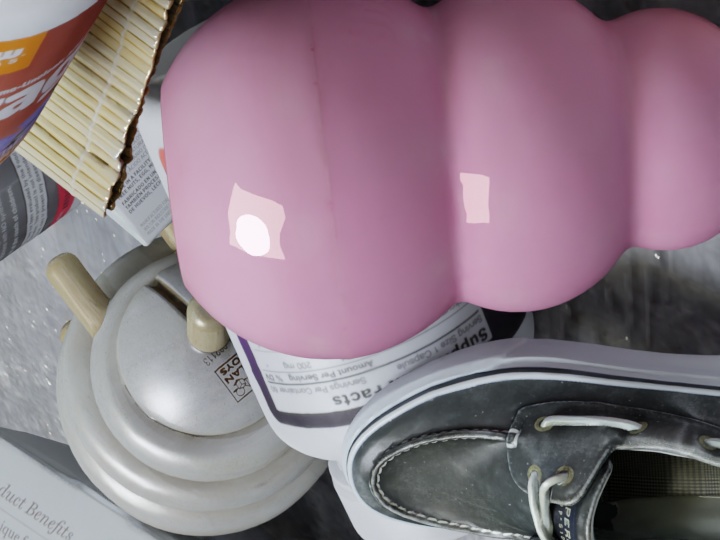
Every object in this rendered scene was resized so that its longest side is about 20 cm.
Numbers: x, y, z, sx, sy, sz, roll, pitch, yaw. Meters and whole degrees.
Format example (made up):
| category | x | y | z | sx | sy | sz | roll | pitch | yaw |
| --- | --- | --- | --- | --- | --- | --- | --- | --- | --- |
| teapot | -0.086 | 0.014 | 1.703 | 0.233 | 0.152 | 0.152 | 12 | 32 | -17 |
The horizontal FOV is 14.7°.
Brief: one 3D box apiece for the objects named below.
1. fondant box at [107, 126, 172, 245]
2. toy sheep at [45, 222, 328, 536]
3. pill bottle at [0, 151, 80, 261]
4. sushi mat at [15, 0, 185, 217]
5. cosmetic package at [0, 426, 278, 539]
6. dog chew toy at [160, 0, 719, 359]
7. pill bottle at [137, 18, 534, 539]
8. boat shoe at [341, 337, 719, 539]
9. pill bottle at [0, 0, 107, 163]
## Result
| category | x | y | z | sx | sy | sz | roll | pitch | yaw |
| --- | --- | --- | --- | --- | --- | --- | --- | --- | --- |
| fondant box | -0.149 | -0.114 | 1.095 | 0.144 | 0.058 | 0.200 | 38 | 169 | 46 |
| toy sheep | -0.067 | 0.043 | 1.165 | 0.138 | 0.138 | 0.200 | 45 | 170 | 12 |
| pill bottle | -0.224 | -0.025 | 1.235 | 0.110 | 0.200 | 0.111 | 32 | 143 | 28 |
| sushi mat | -0.140 | -0.107 | 0.942 | 0.200 | 0.012 | 0.096 | 36 | 123 | 27 |
| cosmetic package | -0.111 | 0.205 | 1.263 | 0.167 | 0.201 | 0.166 | 29 | -178 | 35 |
| dog chew toy | 0.037 | -0.039 | 0.905 | 0.125 | 0.199 | 0.125 | 173 | 90 | -90 |
| pill bottle | 0.000 | 0.000 | 1.048 | 0.111 | 0.111 | 0.201 | 8 | 128 | 50 |
| boat shoe | 0.083 | 0.068 | 0.963 | 0.199 | 0.071 | 0.072 | -6 | 122 | 20 |
| pill bottle | -0.123 | -0.103 | 0.804 | 0.112 | 0.112 | 0.200 | 51 | 153 | 3 |
